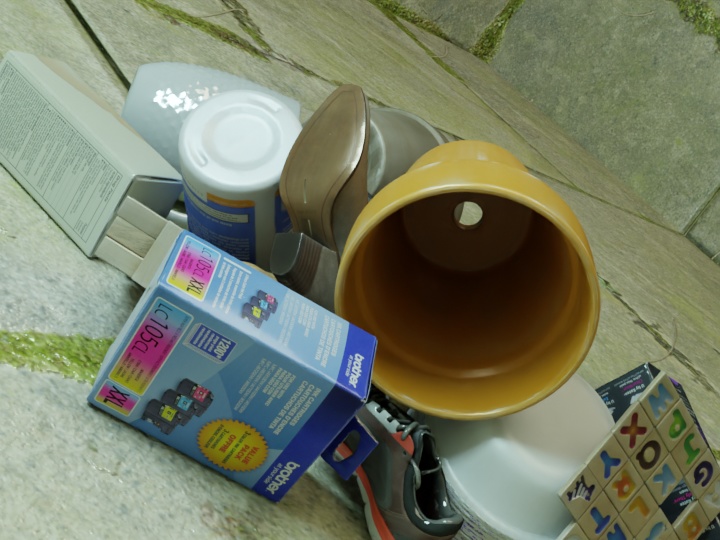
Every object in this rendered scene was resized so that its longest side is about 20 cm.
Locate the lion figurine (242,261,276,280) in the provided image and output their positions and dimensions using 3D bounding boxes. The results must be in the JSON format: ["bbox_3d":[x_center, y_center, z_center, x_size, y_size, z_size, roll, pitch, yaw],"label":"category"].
[{"bbox_3d":[-0.083,0.025,1.015,0.072,0.123,0.199,42,21,23],"label":"lion figurine"}]

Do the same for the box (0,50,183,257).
[{"bbox_3d":[-0.265,-0.108,1.079,0.200,0.095,0.077,44,20,22],"label":"box"}]

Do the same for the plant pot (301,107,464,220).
[{"bbox_3d":[-0.001,-0.101,1.288,0.200,0.201,0.173,42,7,22],"label":"plant pot"}]

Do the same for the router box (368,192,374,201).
[{"bbox_3d":[0.000,0.000,1.155,0.200,0.158,0.052,40,56,20],"label":"router box"}]

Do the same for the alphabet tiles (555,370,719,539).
[{"bbox_3d":[0.215,0.206,0.937,0.008,0.200,0.168,24,-24,54],"label":"alphabet tiles"}]

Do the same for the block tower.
[{"bbox_3d":[-0.173,-0.017,0.960,0.057,0.054,0.200,32,-5,-4],"label":"block tower"}]

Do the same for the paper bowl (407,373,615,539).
[{"bbox_3d":[0.139,0.152,0.983,0.199,0.105,0.202,16,44,-16],"label":"paper bowl"}]

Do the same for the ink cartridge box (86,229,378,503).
[{"bbox_3d":[-0.080,0.080,0.848,0.199,0.137,0.077,29,35,-13],"label":"ink cartridge box"}]

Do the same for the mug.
[{"bbox_3d":[-0.175,-0.125,1.228,0.174,0.148,0.202,21,52,-14],"label":"mug"}]

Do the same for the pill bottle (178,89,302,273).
[{"bbox_3d":[-0.107,-0.062,1.068,0.111,0.201,0.113,2,59,-3],"label":"pill bottle"}]

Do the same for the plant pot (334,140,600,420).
[{"bbox_3d":[0.087,-0.014,0.936,0.199,0.201,0.184,31,27,-10],"label":"plant pot"}]

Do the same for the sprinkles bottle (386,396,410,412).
[{"bbox_3d":[-0.032,0.098,1.008,0.199,0.069,0.068,18,24,-41],"label":"sprinkles bottle"}]

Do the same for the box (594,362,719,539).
[{"bbox_3d":[0.282,0.207,1.090,0.122,0.105,0.202,27,38,-55],"label":"box"}]

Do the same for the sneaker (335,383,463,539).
[{"bbox_3d":[0.027,0.133,0.920,0.077,0.082,0.201,-7,61,-47],"label":"sneaker"}]

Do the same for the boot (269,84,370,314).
[{"bbox_3d":[-0.010,-0.037,0.994,0.070,0.202,0.146,13,-16,35],"label":"boot"}]
